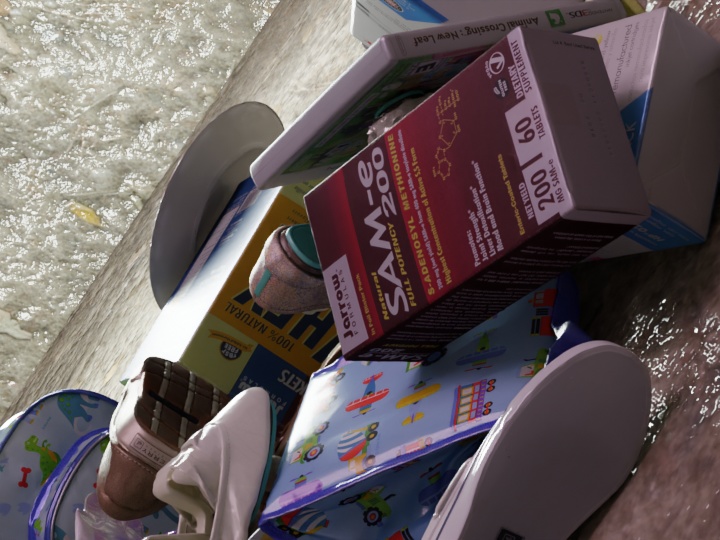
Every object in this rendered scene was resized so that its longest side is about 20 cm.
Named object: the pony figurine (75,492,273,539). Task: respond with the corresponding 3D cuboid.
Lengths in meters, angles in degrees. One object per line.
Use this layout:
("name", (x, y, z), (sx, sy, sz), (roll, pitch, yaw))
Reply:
("pony figurine", (-0.100, 0.222, 1.223), (0.200, 0.167, 0.193), (-33, 23, 19))

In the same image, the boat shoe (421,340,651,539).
("boat shoe", (0.071, 0.117, 0.978), (0.200, 0.074, 0.065), (-55, 17, 3))

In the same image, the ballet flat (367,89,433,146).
("ballet flat", (0.047, -0.059, 1.251), (0.072, 0.072, 0.200), (-57, -14, 0))

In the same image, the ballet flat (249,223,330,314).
("ballet flat", (0.000, 0.000, 1.319), (0.067, 0.200, 0.068), (-52, 56, 30))

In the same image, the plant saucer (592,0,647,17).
("plant saucer", (0.137, -0.080, 1.263), (0.200, 0.048, 0.200), (-53, 14, 14))

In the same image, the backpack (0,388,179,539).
("backpack", (-0.199, 0.190, 1.494), (0.183, 0.200, 0.147), (-62, 14, -25))

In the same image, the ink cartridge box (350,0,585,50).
("ink cartridge box", (0.074, -0.187, 1.422), (0.084, 0.146, 0.200), (-55, -3, -6))

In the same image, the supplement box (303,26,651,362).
("supplement box", (0.057, -0.036, 1.061), (0.200, 0.061, 0.109), (-36, 60, 45))

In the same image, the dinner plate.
("dinner plate", (-0.111, -0.046, 1.657), (0.200, 0.024, 0.200), (-46, -33, -41))

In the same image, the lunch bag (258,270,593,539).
("lunch bag", (0.052, 0.082, 1.130), (0.200, 0.094, 0.151), (-38, 18, 30))

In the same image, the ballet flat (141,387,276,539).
("ballet flat", (-0.094, 0.150, 1.124), (0.069, 0.069, 0.200), (-38, 37, 53))

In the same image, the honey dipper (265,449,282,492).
("honey dipper", (-0.065, 0.124, 1.258), (0.038, 0.038, 0.200), (-58, 9, -5))

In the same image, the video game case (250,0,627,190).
("video game case", (0.047, -0.111, 1.248), (0.182, 0.022, 0.200), (-13, -14, -31))

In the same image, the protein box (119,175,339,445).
("protein box", (-0.063, 0.032, 1.522), (0.200, 0.135, 0.199), (-60, 13, -17))

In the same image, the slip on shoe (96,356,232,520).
("slip on shoe", (-0.128, 0.109, 1.262), (0.061, 0.076, 0.200), (-57, 7, 10))

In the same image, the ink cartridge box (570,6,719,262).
("ink cartridge box", (0.113, -0.068, 1.119), (0.200, 0.068, 0.115), (-11, 59, 51))

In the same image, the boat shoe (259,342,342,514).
("boat shoe", (-0.006, 0.087, 1.341), (0.200, 0.072, 0.072), (-58, 13, 22))
